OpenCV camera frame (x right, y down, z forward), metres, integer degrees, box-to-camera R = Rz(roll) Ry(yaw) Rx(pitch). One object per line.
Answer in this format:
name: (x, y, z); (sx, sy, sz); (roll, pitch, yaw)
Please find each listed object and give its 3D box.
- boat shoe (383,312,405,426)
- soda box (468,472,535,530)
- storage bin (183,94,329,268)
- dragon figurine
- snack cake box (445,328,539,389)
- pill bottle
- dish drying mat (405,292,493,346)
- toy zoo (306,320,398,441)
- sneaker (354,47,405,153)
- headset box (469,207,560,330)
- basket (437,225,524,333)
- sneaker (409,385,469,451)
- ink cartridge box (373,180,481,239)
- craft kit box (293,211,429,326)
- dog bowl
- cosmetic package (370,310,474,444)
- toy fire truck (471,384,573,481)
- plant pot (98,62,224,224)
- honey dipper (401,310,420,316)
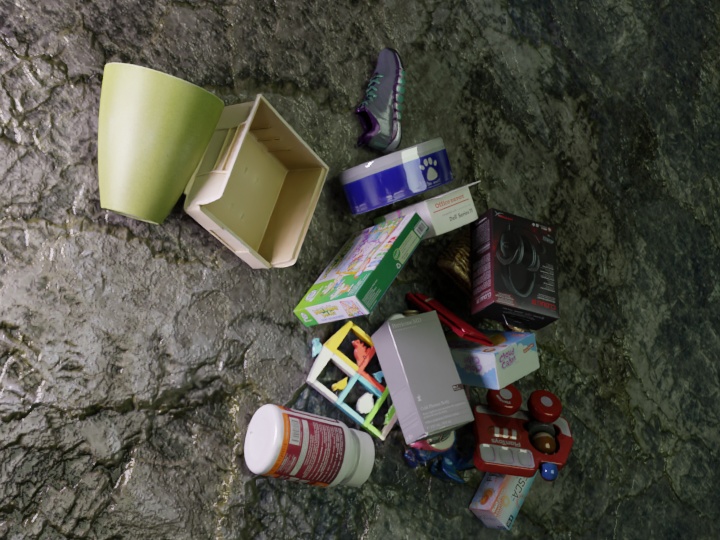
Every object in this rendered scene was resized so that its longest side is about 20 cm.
boat shoe: (0.073, 0.180, 1.583); (0.067, 0.057, 0.205); (-3, 83, -12)
soda box: (0.291, 0.398, 1.698); (0.069, 0.063, 0.201); (47, 59, -19)
storage bin: (-0.167, -0.135, 1.410); (0.200, 0.092, 0.202); (43, 56, -46)
dragon figurine: (0.166, 0.359, 1.618); (0.199, 0.058, 0.100); (41, 61, -22)
snack cake box: (0.214, 0.157, 1.600); (0.114, 0.198, 0.069); (-18, 101, -36)
pill bottle: (-0.080, 0.291, 1.423); (0.197, 0.109, 0.112); (20, 70, -31)
dish drying mat: (0.159, 0.085, 1.587); (0.076, 0.200, 0.018); (19, 99, -32)
toy zoo: (-0.004, 0.182, 1.518); (0.199, 0.020, 0.132); (40, 70, -5)
sneaker: (0.032, -0.326, 1.643); (0.086, 0.074, 0.205); (5, 79, -30)
headset box: (0.276, 0.009, 1.572); (0.146, 0.077, 0.204); (14, 63, -24)
basket: (0.236, 0.031, 1.673); (0.200, 0.142, 0.150); (43, 56, -8)
sneaker: (0.141, 0.259, 1.579); (0.200, 0.079, 0.076); (-41, 133, -58)
ink cartridge box: (0.130, -0.098, 1.590); (0.116, 0.199, 0.069); (-22, 94, -35)
craft kit box: (0.000, 0.000, 1.481); (0.049, 0.196, 0.201); (46, 58, -16)
dog bowl: (0.064, -0.167, 1.555); (0.198, 0.199, 0.080); (-24, 97, -36)
cosmetic package: (0.104, 0.180, 1.490); (0.105, 0.090, 0.204); (-12, 74, -27)
toy fire truck: (0.295, 0.310, 1.600); (0.196, 0.113, 0.170); (12, 39, -9)
plant pot: (-0.319, -0.179, 1.314); (0.184, 0.186, 0.204); (17, 87, -32)
honey dipper: (0.099, 0.176, 1.618); (0.037, 0.038, 0.205); (2, 82, -35)
